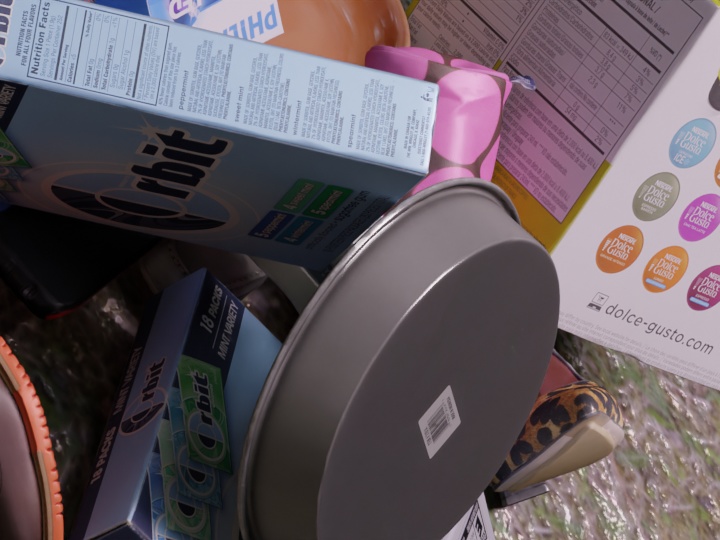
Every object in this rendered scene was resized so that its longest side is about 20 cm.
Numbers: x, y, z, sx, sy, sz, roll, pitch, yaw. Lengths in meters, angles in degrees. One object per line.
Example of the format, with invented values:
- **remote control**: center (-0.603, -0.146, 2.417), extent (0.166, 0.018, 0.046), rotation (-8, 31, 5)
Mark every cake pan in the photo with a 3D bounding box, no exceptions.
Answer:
- **cake pan**: center (0.023, 0.056, 1.249), extent (0.037, 0.201, 0.200), rotation (30, 22, 28)

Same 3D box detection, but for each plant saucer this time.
- **plant saucer**: center (-0.063, -0.160, 1.516), extent (0.199, 0.037, 0.201), rotation (29, 30, -19)

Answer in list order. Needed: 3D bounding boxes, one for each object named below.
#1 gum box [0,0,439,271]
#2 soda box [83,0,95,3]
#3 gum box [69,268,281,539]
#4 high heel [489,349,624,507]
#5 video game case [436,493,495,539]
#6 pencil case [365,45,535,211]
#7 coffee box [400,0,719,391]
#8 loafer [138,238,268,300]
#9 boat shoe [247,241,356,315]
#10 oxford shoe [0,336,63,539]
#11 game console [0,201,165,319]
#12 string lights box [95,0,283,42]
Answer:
- **gum box**: center (-0.086, -0.058, 1.215), extent (0.199, 0.170, 0.045), rotation (13, 73, -13)
- **soda box**: center (-0.220, -0.125, 1.254), extent (0.199, 0.068, 0.064), rotation (12, 54, -30)
- **gum box**: center (-0.040, 0.125, 1.327), extent (0.200, 0.044, 0.170), rotation (45, 35, -25)
- **high heel**: center (0.077, 0.042, 1.465), extent (0.071, 0.200, 0.143), rotation (-17, 80, -13)
- **video game case**: center (0.046, 0.220, 1.322), extent (0.200, 0.022, 0.183), rotation (-62, 140, -61)
- **pencil case**: center (0.030, -0.013, 1.453), extent (0.094, 0.090, 0.201), rotation (127, -26, -88)
- **coffee box**: center (0.150, -0.085, 1.562), extent (0.199, 0.198, 0.200), rotation (21, 19, -43)
- **loafer**: center (-0.050, -0.038, 1.443), extent (0.070, 0.070, 0.200), rotation (52, 34, -9)
- **boat shoe**: center (-0.001, 0.000, 1.369), extent (0.201, 0.070, 0.072), rotation (52, 27, -9)
- **oxford shoe**: center (-0.190, 0.044, 1.222), extent (0.072, 0.071, 0.201), rotation (-25, 92, -22)
- **game console**: center (-0.163, -0.087, 1.340), extent (0.200, 0.031, 0.177), rotation (48, 37, 1)
- **string lights box**: center (-0.104, -0.191, 1.331), extent (0.103, 0.059, 0.201), rotation (-36, 121, -50)
